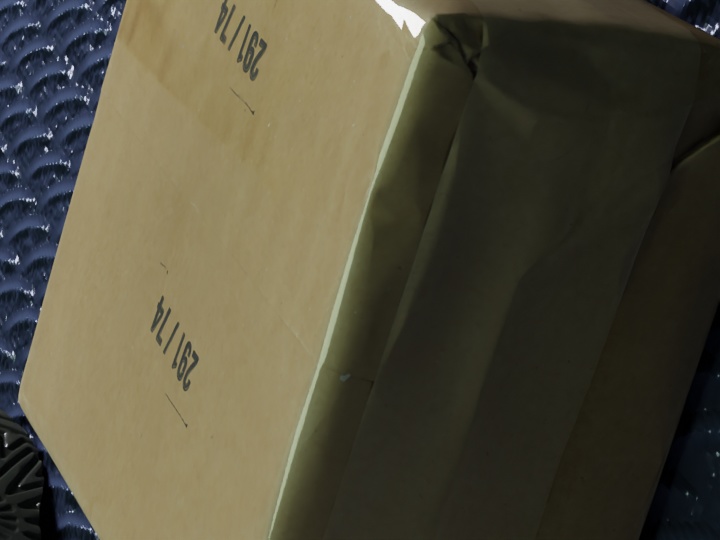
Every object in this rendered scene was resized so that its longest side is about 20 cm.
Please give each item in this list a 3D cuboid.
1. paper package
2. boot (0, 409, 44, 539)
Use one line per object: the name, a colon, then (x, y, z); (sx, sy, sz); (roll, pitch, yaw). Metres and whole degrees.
paper package: (0.000, 0.000, 0.632); (0.200, 0.103, 0.191); (43, 119, 61)
boot: (-0.184, 0.179, 1.009); (0.182, 0.072, 0.200); (-109, 30, -48)
